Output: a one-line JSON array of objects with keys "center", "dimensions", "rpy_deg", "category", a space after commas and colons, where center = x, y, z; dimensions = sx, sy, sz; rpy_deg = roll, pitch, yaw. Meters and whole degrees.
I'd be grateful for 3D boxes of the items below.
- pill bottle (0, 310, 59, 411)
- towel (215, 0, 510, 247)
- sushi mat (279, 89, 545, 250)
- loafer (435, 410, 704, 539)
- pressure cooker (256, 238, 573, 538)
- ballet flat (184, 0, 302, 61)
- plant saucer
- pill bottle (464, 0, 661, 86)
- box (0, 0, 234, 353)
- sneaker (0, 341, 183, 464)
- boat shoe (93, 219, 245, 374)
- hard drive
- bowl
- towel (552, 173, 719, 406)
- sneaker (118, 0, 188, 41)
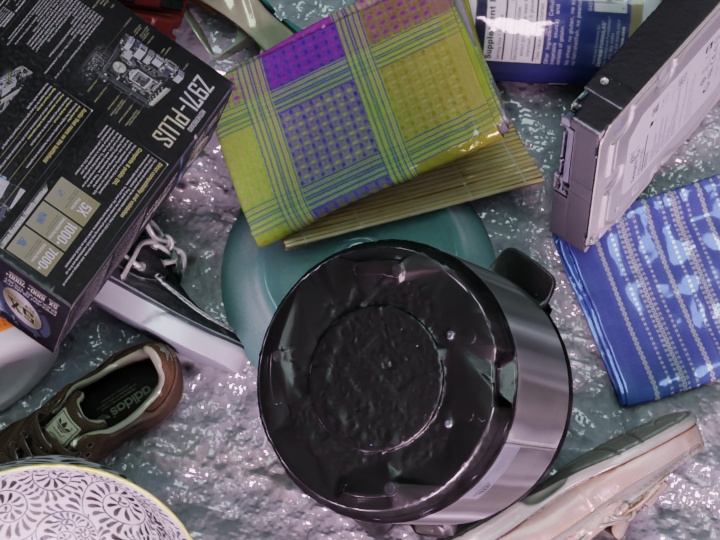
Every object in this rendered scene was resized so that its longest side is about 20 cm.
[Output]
[{"center": [-0.298, 0.000, 1.338], "dimensions": [0.109, 0.110, 0.201], "rpy_deg": [-31, 74, -13], "category": "pill bottle"}, {"center": [-0.002, -0.112, 1.351], "dimensions": [0.198, 0.023, 0.145], "rpy_deg": [-25, 64, 10], "category": "towel"}, {"center": [0.022, -0.075, 1.392], "dimensions": [0.198, 0.012, 0.096], "rpy_deg": [-15, 60, -13], "category": "sushi mat"}, {"center": [0.146, 0.163, 1.322], "dimensions": [0.199, 0.072, 0.063], "rpy_deg": [-27, 91, -5], "category": "loafer"}, {"center": [0.043, 0.078, 1.260], "dimensions": [0.174, 0.200, 0.181], "rpy_deg": [-13, 78, 21], "category": "pressure cooker"}, {"center": [-0.073, -0.167, 1.439], "dimensions": [0.069, 0.070, 0.200], "rpy_deg": [-42, 73, -16], "category": "ballet flat"}, {"center": [0.000, 0.000, 1.389], "dimensions": [0.198, 0.036, 0.202], "rpy_deg": [1, 69, -1], "category": "plant saucer"}, {"center": [0.112, -0.192, 1.424], "dimensions": [0.198, 0.111, 0.112], "rpy_deg": [4, 69, 0], "category": "pill bottle"}, {"center": [-0.205, -0.080, 1.287], "dimensions": [0.163, 0.086, 0.201], "rpy_deg": [34, 62, -2], "category": "box"}, {"center": [-0.206, 0.111, 1.318], "dimensions": [0.200, 0.076, 0.071], "rpy_deg": [-39, 75, -15], "category": "sneaker"}, {"center": [-0.156, -0.001, 1.363], "dimensions": [0.198, 0.074, 0.068], "rpy_deg": [30, 82, 16], "category": "boat shoe"}, {"center": [0.205, -0.122, 1.372], "dimensions": [0.038, 0.140, 0.200], "rpy_deg": [33, 63, 21], "category": "hard drive"}, {"center": [-0.199, 0.190, 1.261], "dimensions": [0.198, 0.203, 0.094], "rpy_deg": [-9, 26, -5], "category": "bowl"}, {"center": [0.249, 0.003, 1.402], "dimensions": [0.198, 0.024, 0.146], "rpy_deg": [-18, 72, -8], "category": "towel"}, {"center": [-0.172, -0.150, 1.421], "dimensions": [0.070, 0.098, 0.203], "rpy_deg": [9, 92, -23], "category": "sneaker"}]
